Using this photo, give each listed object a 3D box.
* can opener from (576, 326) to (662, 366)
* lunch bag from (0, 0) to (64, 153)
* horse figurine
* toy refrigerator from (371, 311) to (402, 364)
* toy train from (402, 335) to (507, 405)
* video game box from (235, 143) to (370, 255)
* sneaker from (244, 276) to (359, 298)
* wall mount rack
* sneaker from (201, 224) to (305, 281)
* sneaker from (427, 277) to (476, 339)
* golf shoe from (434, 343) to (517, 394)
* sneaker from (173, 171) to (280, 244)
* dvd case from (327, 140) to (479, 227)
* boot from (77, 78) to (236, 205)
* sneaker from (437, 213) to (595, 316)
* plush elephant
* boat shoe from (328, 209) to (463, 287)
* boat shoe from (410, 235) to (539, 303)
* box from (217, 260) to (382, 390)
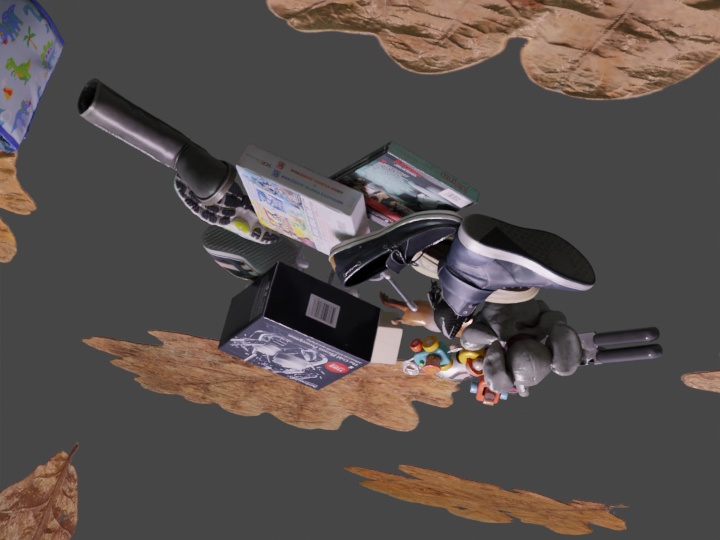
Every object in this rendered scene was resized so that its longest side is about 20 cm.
[{"bbox_3d":[0.407,0.120,1.609,0.067,0.054,0.200,-7,176,-36],"label":"can opener"},{"bbox_3d":[-0.459,-0.262,1.199,0.127,0.171,0.200,1,155,38],"label":"lunch bag"},{"bbox_3d":[0.126,0.082,1.731,0.199,0.050,0.133,17,167,-3],"label":"horse figurine"},{"bbox_3d":[-0.031,0.112,1.811,0.199,0.076,0.070,6,-156,-9],"label":"toy refrigerator"},{"bbox_3d":[0.174,0.189,1.792,0.199,0.056,0.151,14,137,1],"label":"toy train"},{"bbox_3d":[-0.075,-0.087,1.438,0.182,0.047,0.200,23,163,13],"label":"video game box"},{"bbox_3d":[-0.100,0.045,1.732,0.199,0.071,0.080,2,180,-6],"label":"sneaker"},{"bbox_3d":[0.000,0.000,1.597,0.173,0.075,0.200,5,156,28],"label":"wall mount rack"},{"bbox_3d":[-0.169,-0.022,1.684,0.199,0.079,0.079,20,158,28],"label":"sneaker"},{"bbox_3d":[0.131,0.050,1.526,0.080,0.074,0.200,29,-170,10],"label":"sneaker"},{"bbox_3d":[0.214,0.162,1.846,0.199,0.077,0.088,11,143,5],"label":"golf shoe"},{"bbox_3d":[-0.212,-0.095,1.549,0.200,0.078,0.080,34,163,-35],"label":"sneaker"},{"bbox_3d":[0.049,-0.107,1.364,0.146,0.022,0.200,27,159,-21],"label":"dvd case"},{"bbox_3d":[-0.277,-0.177,1.354,0.200,0.073,0.182,40,175,-34],"label":"boot"},{"bbox_3d":[0.204,0.010,1.371,0.202,0.077,0.146,20,135,-8],"label":"sneaker"},{"bbox_3d":[0.244,0.118,1.522,0.164,0.155,0.200,-7,153,0],"label":"plush elephant"},{"bbox_3d":[0.051,-0.028,1.371,0.199,0.062,0.075,-20,156,18],"label":"boat shoe"},{"bbox_3d":[0.163,-0.009,1.446,0.199,0.072,0.065,19,160,13],"label":"boat shoe"},{"bbox_3d":[-0.100,0.096,1.643,0.199,0.104,0.182,25,149,-21],"label":"box"}]
